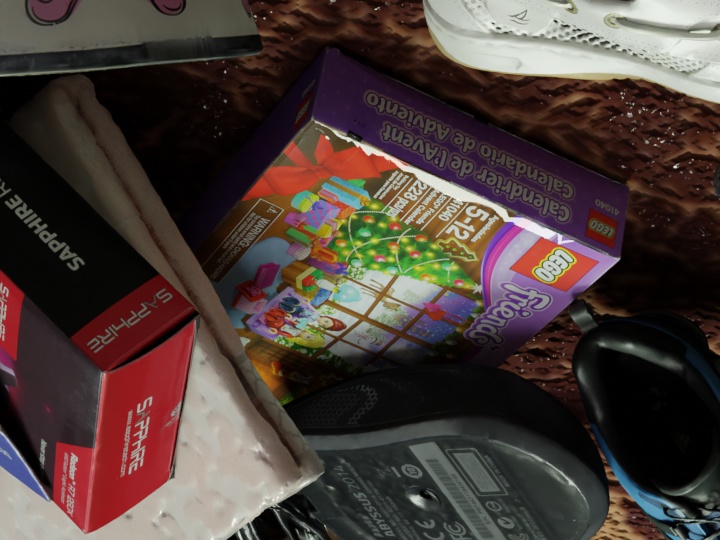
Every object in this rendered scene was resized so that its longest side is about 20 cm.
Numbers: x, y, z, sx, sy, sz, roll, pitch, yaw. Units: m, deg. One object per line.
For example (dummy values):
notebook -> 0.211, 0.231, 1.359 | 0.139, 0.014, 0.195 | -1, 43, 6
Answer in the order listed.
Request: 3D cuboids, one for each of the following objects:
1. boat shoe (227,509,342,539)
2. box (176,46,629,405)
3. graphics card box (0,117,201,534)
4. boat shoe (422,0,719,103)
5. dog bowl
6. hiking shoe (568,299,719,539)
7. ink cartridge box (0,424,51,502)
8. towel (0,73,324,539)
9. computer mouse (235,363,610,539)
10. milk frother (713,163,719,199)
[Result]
boat shoe -> 0.015, 0.106, 1.280 | 0.202, 0.075, 0.075 | 0, 163, 20
box -> 0.000, 0.000, 1.149 | 0.136, 0.039, 0.200 | 23, 144, -16
graphics card box -> -0.149, -0.004, 1.091 | 0.200, 0.051, 0.126 | 45, 151, 19
boat shoe -> 0.112, -0.101, 0.944 | 0.199, 0.071, 0.069 | 2, 146, 17
dog bowl -> -0.134, -0.101, 0.940 | 0.199, 0.074, 0.200 | -3, -174, 0
hiking shoe -> 0.145, 0.101, 1.109 | 0.074, 0.200, 0.087 | -44, 160, 14
ink cartridge box -> -0.224, -0.003, 1.095 | 0.197, 0.047, 0.200 | 28, 149, 45
towel -> -0.119, 0.041, 1.166 | 0.200, 0.032, 0.191 | -36, 85, 46
computer mouse -> 0.017, 0.071, 1.169 | 0.199, 0.053, 0.139 | -1, 136, 33
milk frother -> 0.212, 0.021, 1.044 | 0.200, 0.180, 0.189 | 6, 119, 62
